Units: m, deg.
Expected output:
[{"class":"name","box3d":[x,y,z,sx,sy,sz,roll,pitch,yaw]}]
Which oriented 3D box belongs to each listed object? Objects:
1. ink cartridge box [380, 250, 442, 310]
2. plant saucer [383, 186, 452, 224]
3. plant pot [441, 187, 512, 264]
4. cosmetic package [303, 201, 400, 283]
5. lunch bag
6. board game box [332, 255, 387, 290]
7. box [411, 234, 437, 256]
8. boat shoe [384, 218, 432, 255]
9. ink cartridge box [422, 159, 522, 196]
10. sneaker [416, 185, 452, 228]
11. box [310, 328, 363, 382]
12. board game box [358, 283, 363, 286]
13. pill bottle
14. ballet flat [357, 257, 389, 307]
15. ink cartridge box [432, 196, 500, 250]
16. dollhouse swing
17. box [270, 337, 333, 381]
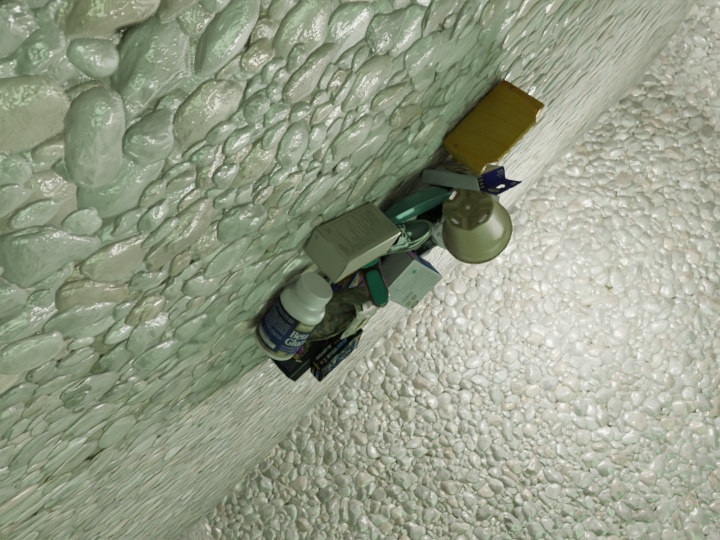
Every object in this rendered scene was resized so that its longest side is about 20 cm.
[{"class":"ink cartridge box","box3d":[0.133,0.027,1.551,0.137,0.076,0.200,-48,141,13]},{"class":"plant saucer","box3d":[0.131,-0.162,1.401,0.199,0.036,0.200,-25,177,-2]},{"class":"plant pot","box3d":[0.299,-0.138,1.512,0.200,0.201,0.183,-45,155,2]},{"class":"cosmetic package","box3d":[-0.014,-0.064,1.203,0.200,0.104,0.073,-31,162,-46]},{"class":"lunch bag","box3d":[-0.051,0.108,1.437,0.199,0.118,0.164,-14,-177,28]},{"class":"board game box","box3d":[0.000,0.000,1.564,0.134,0.045,0.200,-30,158,-45]},{"class":"box","box3d":[0.137,-0.038,1.673,0.157,0.050,0.200,-34,175,-8]},{"class":"boat shoe","box3d":[0.095,-0.084,1.436,0.199,0.073,0.062,-19,170,-5]},{"class":"ink cartridge box","box3d":[0.286,-0.240,1.424,0.199,0.199,0.041,-29,128,-53]},{"class":"sneaker","box3d":[0.210,-0.190,1.602,0.200,0.076,0.114,-53,164,20]},{"class":"box","box3d":[-0.071,0.235,1.618,0.159,0.046,0.200,-42,168,-19]},{"class":"board game box","box3d":[0.006,0.093,1.651,0.200,0.041,0.200,-44,165,-4]},{"class":"pill bottle","box3d":[-0.149,0.101,1.278,0.200,0.111,0.111,-52,166,28]},{"class":"ballet flat","box3d":[0.019,-0.005,1.376,0.069,0.201,0.071,-18,-178,-15]},{"class":"ink cartridge box","box3d":[0.323,-0.168,1.758,0.200,0.146,0.147,116,-5,-58]},{"class":"dollhouse swing","box3d":[0.324,-0.317,1.366,0.200,0.182,0.176,-45,150,1]},{"class":"box","box3d":[-0.157,0.212,1.624,0.200,0.106,0.122,-43,167,-9]}]
